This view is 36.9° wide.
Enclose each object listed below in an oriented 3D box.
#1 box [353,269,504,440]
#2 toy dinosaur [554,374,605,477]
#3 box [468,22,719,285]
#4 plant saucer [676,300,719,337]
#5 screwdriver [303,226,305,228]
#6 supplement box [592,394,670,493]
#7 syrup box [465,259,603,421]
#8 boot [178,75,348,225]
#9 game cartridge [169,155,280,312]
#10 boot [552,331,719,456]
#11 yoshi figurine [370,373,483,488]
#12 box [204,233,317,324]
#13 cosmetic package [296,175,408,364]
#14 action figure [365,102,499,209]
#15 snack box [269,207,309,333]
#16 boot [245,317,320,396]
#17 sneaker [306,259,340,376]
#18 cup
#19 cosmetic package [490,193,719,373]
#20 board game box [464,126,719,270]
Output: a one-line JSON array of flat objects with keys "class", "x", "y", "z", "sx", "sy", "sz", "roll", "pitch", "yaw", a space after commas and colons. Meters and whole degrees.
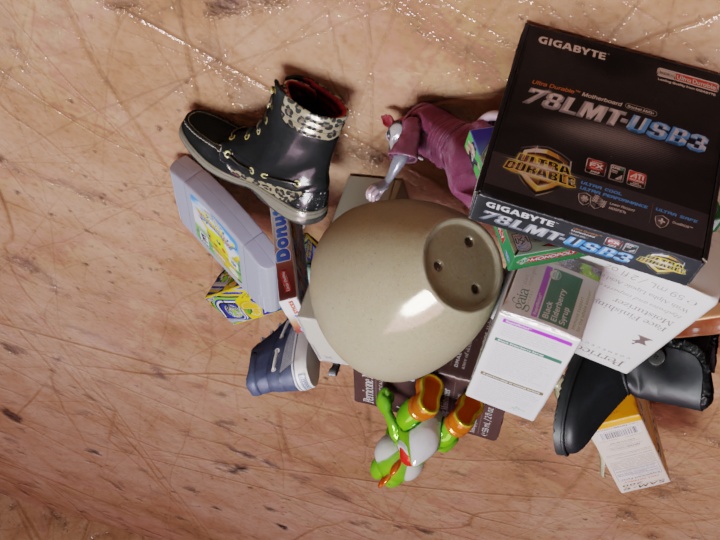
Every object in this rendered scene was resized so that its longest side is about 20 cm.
[{"class": "box", "x": 0.107, "y": 0.093, "z": 1.386, "sx": 0.199, "sy": 0.165, "sz": 0.166, "roll": 15, "pitch": 151, "yaw": 9}, {"class": "toy dinosaur", "x": 0.289, "y": 0.192, "z": 1.459, "sx": 0.047, "sy": 0.201, "sz": 0.088, "roll": -29, "pitch": 172, "yaw": 8}, {"class": "box", "x": 0.213, "y": -0.107, "z": 0.941, "sx": 0.199, "sy": 0.199, "sz": 0.050, "roll": 17, "pitch": 153, "yaw": 5}, {"class": "plant saucer", "x": 0.405, "y": 0.045, "z": 1.181, "sx": 0.199, "sy": 0.032, "sz": 0.200, "roll": -6, "pitch": 170, "yaw": -1}, {"class": "screwdriver", "x": -0.059, "y": -0.100, "z": 1.294, "sx": 0.029, "sy": 0.028, "sz": 0.200, "roll": 42, "pitch": 154, "yaw": 20}, {"class": "supplement box", "x": 0.349, "y": 0.194, "z": 1.440, "sx": 0.073, "sy": 0.126, "sz": 0.200, "roll": -17, "pitch": 140, "yaw": 16}, {"class": "syrup box", "x": 0.165, "y": 0.065, "z": 1.047, "sx": 0.081, "sy": 0.079, "sz": 0.200, "roll": 21, "pitch": 151, "yaw": 6}, {"class": "boot", "x": -0.105, "y": -0.160, "z": 1.189, "sx": 0.203, "sy": 0.073, "sz": 0.154, "roll": 35, "pitch": 136, "yaw": 15}, {"class": "game cartridge", "x": -0.168, "y": -0.048, "z": 1.350, "sx": 0.200, "sy": 0.040, "sz": 0.134, "roll": 45, "pitch": 155, "yaw": 21}, {"class": "boot", "x": 0.334, "y": 0.144, "z": 1.298, "sx": 0.168, "sy": 0.201, "sz": 0.076, "roll": 11, "pitch": 155, "yaw": 27}, {"class": "yoshi figurine", "x": 0.072, "y": 0.195, "z": 1.345, "sx": 0.112, "sy": 0.113, "sz": 0.200, "roll": -10, "pitch": 151, "yaw": -34}, {"class": "box", "x": -0.127, "y": 0.015, "z": 1.489, "sx": 0.064, "sy": 0.070, "sz": 0.200, "roll": 44, "pitch": 144, "yaw": -23}, {"class": "cosmetic package", "x": 0.000, "y": 0.000, "z": 1.254, "sx": 0.073, "sy": 0.201, "sz": 0.104, "roll": 6, "pitch": 150, "yaw": 20}, {"class": "action figure", "x": 0.092, "y": -0.128, "z": 1.080, "sx": 0.200, "sy": 0.134, "sz": 0.149, "roll": 32, "pitch": 123, "yaw": 35}, {"class": "snack box", "x": -0.083, "y": -0.029, "z": 1.267, "sx": 0.024, "sy": 0.201, "sz": 0.072, "roll": -13, "pitch": 144, "yaw": 7}, {"class": "boot", "x": -0.098, "y": 0.087, "z": 1.462, "sx": 0.090, "sy": 0.200, "sz": 0.073, "roll": -10, "pitch": 123, "yaw": 15}, {"class": "sneaker", "x": -0.029, "y": 0.066, "z": 1.388, "sx": 0.077, "sy": 0.141, "sz": 0.200, "roll": 11, "pitch": 175, "yaw": 24}, {"class": "cup", "x": 0.068, "y": 0.009, "z": 1.129, "sx": 0.200, "sy": 0.201, "sz": 0.143, "roll": 32, "pitch": 154, "yaw": -21}, {"class": "cosmetic package", "x": 0.254, "y": -0.026, "z": 1.088, "sx": 0.164, "sy": 0.165, "sz": 0.200, "roll": 22, "pitch": 152, "yaw": -2}, {"class": "board game box", "x": 0.208, "y": -0.080, "z": 0.969, "sx": 0.199, "sy": 0.135, "sz": 0.029, "roll": -11, "pitch": 154, "yaw": -11}]
